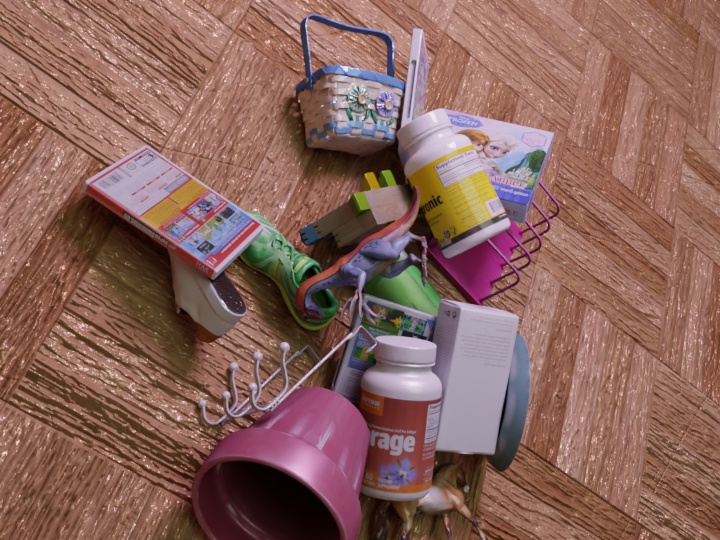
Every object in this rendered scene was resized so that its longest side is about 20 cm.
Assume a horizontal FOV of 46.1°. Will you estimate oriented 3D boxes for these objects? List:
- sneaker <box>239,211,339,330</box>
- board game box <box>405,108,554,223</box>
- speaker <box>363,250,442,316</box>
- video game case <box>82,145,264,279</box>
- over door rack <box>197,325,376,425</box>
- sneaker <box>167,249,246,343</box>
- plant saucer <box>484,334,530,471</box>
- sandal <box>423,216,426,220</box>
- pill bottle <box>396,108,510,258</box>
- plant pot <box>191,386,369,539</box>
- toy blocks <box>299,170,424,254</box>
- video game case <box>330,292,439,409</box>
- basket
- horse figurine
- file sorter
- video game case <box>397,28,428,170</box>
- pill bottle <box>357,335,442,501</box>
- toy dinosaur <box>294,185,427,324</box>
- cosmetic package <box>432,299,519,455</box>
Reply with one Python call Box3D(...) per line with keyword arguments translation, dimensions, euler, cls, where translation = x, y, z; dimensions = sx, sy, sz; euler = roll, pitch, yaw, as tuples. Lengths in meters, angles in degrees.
Box3D(translation=(-0.098, -0.010, 1.181), dimensions=(0.200, 0.083, 0.074), euler=(49, 51, -7), cls="sneaker")
Box3D(translation=(0.196, -0.175, 1.374), dimensions=(0.198, 0.041, 0.200), euler=(15, 47, 14), cls="board game box")
Box3D(translation=(0.077, 0.053, 1.278), dimensions=(0.201, 0.088, 0.088), euler=(52, 51, -5), cls="speaker")
Box3D(translation=(-0.236, -0.080, 1.093), dimensions=(0.199, 0.018, 0.143), euler=(34, 33, 2), cls="video game case")
Box3D(translation=(-0.100, 0.124, 1.083), dimensions=(0.199, 0.147, 0.067), euler=(-27, 92, -39), cls="over door rack")
Box3D(translation=(-0.226, 0.006, 1.098), dimensions=(0.072, 0.085, 0.201), euler=(12, 39, -52), cls="sneaker")
Box3D(translation=(0.208, 0.193, 1.252), dimensions=(0.027, 0.201, 0.202), euler=(10, 62, -5), cls="plant saucer")
Box3D(translation=(0.150, -0.157, 1.439), dimensions=(0.080, 0.054, 0.200), euler=(48, 50, -12), cls="sandal")
Box3D(translation=(0.131, -0.130, 1.247), dimensions=(0.111, 0.111, 0.202), euler=(-23, 86, -39), cls="pill bottle")
Box3D(translation=(-0.076, 0.245, 1.030), dimensions=(0.200, 0.199, 0.179), euler=(48, 36, -8), cls="plant pot")
Box3D(translation=(0.001, -0.071, 1.250), dimensions=(0.199, 0.136, 0.101), euler=(-18, 81, -57), cls="toy blocks")
Box3D(translation=(0.061, 0.147, 1.206), dimensions=(0.198, 0.022, 0.184), euler=(18, 89, -23), cls="video game case")
Box3D(translation=(-0.013, -0.290, 1.327), dimensions=(0.175, 0.139, 0.203), euler=(0, 79, -35), cls="basket")
Box3D(translation=(0.092, 0.341, 1.182), dimensions=(0.198, 0.050, 0.134), euler=(-3, 60, -30), cls="horse figurine")
Box3D(translation=(0.227, -0.069, 1.410), dimensions=(0.139, 0.125, 0.200), euler=(45, 51, -11), cls="file sorter")
Box3D(translation=(0.087, -0.266, 1.371), dimensions=(0.018, 0.143, 0.203), euler=(6, 80, 9), cls="video game case")
Box3D(translation=(0.050, 0.195, 1.134), dimensions=(0.111, 0.112, 0.203), euler=(3, 95, -34), cls="pill bottle")
Box3D(translation=(0.000, 0.000, 1.140), dimensions=(0.179, 0.105, 0.202), euler=(-4, 59, 1), cls="toy dinosaur")
Box3D(translation=(0.150, 0.150, 1.193), dimensions=(0.101, 0.074, 0.203), euler=(10, 94, -22), cls="cosmetic package")
